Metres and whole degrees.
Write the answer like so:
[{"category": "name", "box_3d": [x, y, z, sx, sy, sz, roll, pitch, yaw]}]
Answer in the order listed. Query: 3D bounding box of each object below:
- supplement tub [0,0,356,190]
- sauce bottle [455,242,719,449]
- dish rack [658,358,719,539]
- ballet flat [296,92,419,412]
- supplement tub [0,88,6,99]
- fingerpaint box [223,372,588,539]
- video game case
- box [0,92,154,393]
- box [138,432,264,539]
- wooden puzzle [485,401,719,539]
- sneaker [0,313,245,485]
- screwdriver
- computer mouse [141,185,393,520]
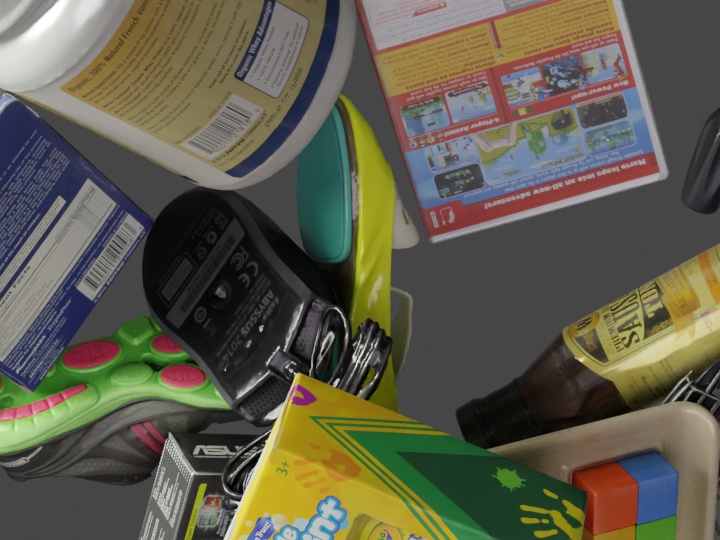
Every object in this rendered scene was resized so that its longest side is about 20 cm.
[{"category": "supplement tub", "box_3d": [-0.116, -0.140, 1.399, 0.199, 0.145, 0.145, 26, 113, -37]}, {"category": "sauce bottle", "box_3d": [0.148, 0.051, 1.553, 0.199, 0.066, 0.066, -30, 110, 10]}, {"category": "dish rack", "box_3d": [0.239, 0.123, 1.569, 0.199, 0.055, 0.154, 23, 111, -23]}, {"category": "ballet flat", "box_3d": [0.000, 0.000, 1.532, 0.067, 0.067, 0.202, -2, 98, -30]}, {"category": "supplement tub", "box_3d": [-0.283, -0.142, 1.443, 0.200, 0.123, 0.123, 39, 108, -15]}, {"category": "fingerpaint box", "box_3d": [0.003, 0.177, 1.417, 0.166, 0.074, 0.201, 23, 122, -3]}, {"category": "video game case", "box_3d": [0.078, -0.124, 1.504, 0.142, 0.017, 0.201, -15, 112, 7]}, {"category": "box", "box_3d": [-0.188, -0.017, 1.452, 0.032, 0.200, 0.121, 33, 84, 23]}, {"category": "box", "box_3d": [-0.057, 0.191, 1.593, 0.159, 0.044, 0.201, 3, 117, -27]}, {"category": "wooden puzzle", "box_3d": [0.106, 0.176, 1.497, 0.199, 0.046, 0.186, -10, 119, -18]}, {"category": "sneaker", "box_3d": [-0.124, 0.076, 1.574, 0.198, 0.077, 0.084, -9, 143, 0]}, {"category": "screwdriver", "box_3d": [0.217, -0.121, 1.496, 0.029, 0.028, 0.201, 0, 120, -30]}, {"category": "computer mouse", "box_3d": [-0.055, 0.035, 1.502, 0.053, 0.200, 0.139, 19, 117, -46]}]
